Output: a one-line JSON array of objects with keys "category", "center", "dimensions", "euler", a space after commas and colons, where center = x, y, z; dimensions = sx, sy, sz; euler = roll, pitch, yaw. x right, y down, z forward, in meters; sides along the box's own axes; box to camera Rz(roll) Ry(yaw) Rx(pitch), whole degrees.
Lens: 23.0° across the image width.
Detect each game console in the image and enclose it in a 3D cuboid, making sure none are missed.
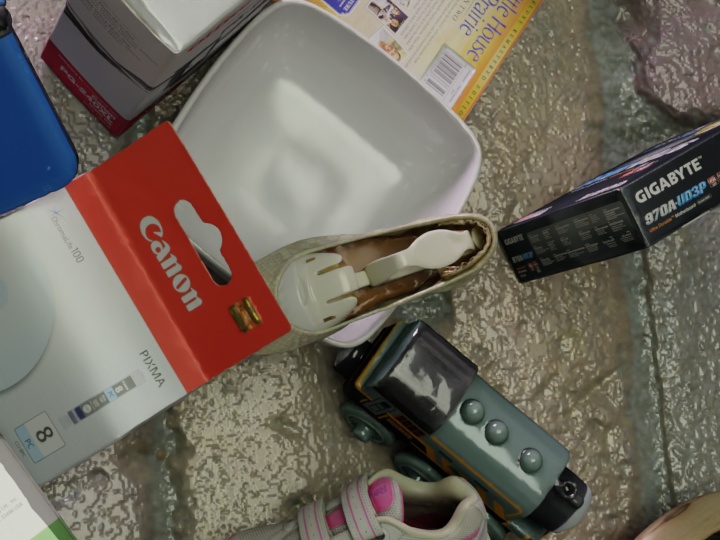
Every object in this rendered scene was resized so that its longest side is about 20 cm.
[{"category": "game console", "center": [-0.297, -0.113, 1.129], "dimensions": [0.199, 0.118, 0.171], "euler": [-22, 114, 7]}]

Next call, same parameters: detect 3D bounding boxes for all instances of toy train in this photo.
[{"category": "toy train", "center": [0.070, 0.114, 1.215], "dimensions": [0.200, 0.114, 0.085], "euler": [41, 71, -8]}]

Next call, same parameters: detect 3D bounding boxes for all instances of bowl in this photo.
[{"category": "bowl", "center": [-0.038, -0.064, 1.231], "dimensions": [0.199, 0.075, 0.200], "euler": [38, 71, -10]}]

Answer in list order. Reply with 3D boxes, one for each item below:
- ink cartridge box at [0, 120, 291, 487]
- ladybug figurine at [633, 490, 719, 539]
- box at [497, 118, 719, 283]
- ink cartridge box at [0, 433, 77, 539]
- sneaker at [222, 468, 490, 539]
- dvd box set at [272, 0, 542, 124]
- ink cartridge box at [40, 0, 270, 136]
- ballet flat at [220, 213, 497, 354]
[{"category": "ink cartridge box", "center": [-0.168, 0.023, 1.130], "dimensions": [0.199, 0.047, 0.161], "euler": [-31, 90, 15]}, {"category": "ladybug figurine", "center": [0.249, 0.236, 1.275], "dimensions": [0.199, 0.072, 0.136], "euler": [-27, 84, -21]}, {"category": "box", "center": [0.205, -0.056, 1.247], "dimensions": [0.158, 0.200, 0.046], "euler": [-29, 93, -21]}, {"category": "ink cartridge box", "center": [-0.282, 0.153, 1.100], "dimensions": [0.146, 0.084, 0.200], "euler": [-35, 91, -22]}, {"category": "sneaker", "center": [-0.004, 0.175, 1.173], "dimensions": [0.199, 0.089, 0.081], "euler": [-8, 39, -16]}, {"category": "dvd box set", "center": [0.024, -0.211, 1.292], "dimensions": [0.200, 0.029, 0.147], "euler": [38, 62, -9]}, {"category": "ink cartridge box", "center": [-0.117, -0.183, 1.157], "dimensions": [0.145, 0.200, 0.083], "euler": [-43, 95, -21]}, {"category": "ballet flat", "center": [0.000, 0.000, 1.160], "dimensions": [0.199, 0.062, 0.068], "euler": [-21, 88, -21]}]
